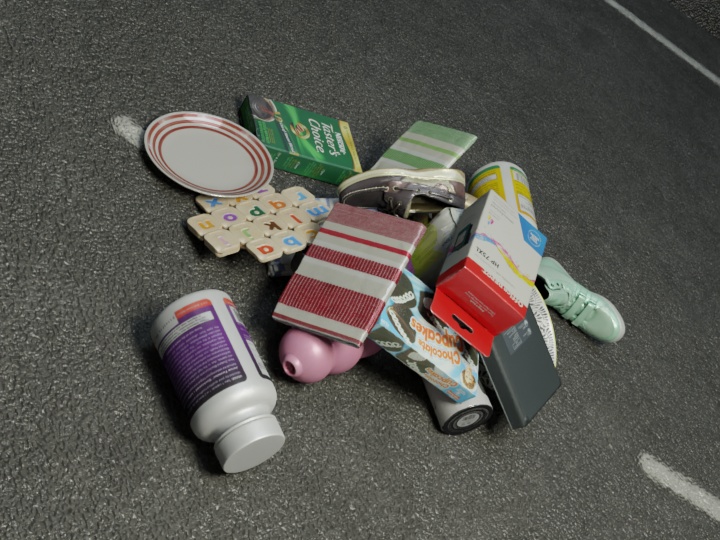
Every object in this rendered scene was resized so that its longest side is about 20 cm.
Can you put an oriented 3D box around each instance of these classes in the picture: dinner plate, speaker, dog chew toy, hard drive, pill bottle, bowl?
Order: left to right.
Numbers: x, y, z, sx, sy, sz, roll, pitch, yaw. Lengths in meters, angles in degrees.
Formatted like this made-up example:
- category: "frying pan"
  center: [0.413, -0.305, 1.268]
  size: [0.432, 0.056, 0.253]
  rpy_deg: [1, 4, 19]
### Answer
- category: "dinner plate"
  center: [-0.225, -0.168, 1.611]
  size: [0.197, 0.024, 0.202]
  rpy_deg: [15, 40, -13]
- category: "pill bottle"
  center: [-0.168, 0.134, 1.305]
  size: [0.110, 0.112, 0.202]
  rpy_deg: [-4, 55, -43]
- category: "dog chew toy"
  center: [-0.037, 0.082, 1.472]
  size: [0.125, 0.125, 0.199]
  rpy_deg: [45, 44, 7]
- category: "speaker"
  center: [0.121, 0.133, 1.587]
  size: [0.080, 0.081, 0.202]
  rpy_deg: [7, 48, -36]
- category: "bowl"
  center: [0.208, 0.106, 1.655]
  size: [0.199, 0.093, 0.205]
  rpy_deg: [23, 59, -45]
- category: "pill bottle"
  center: [0.250, -0.085, 1.892]
  size: [0.111, 0.113, 0.202]
  rpy_deg: [21, 40, -23]
- category: "hard drive"
  center: [0.220, 0.107, 1.568]
  size: [0.139, 0.033, 0.203]
  rpy_deg: [-33, 103, -51]

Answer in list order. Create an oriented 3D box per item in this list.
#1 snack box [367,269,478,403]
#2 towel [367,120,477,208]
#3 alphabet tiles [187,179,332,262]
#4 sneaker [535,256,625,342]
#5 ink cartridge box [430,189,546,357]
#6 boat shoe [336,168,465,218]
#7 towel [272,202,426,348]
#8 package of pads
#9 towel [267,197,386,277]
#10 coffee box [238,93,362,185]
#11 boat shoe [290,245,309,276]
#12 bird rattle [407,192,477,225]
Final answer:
- category: "snack box"
  center: [0.087, 0.082, 1.476]
  size: [0.199, 0.037, 0.118]
  rpy_deg: [37, 43, -31]
- category: "towel"
  center: [0.075, -0.157, 1.733]
  size: [0.152, 0.200, 0.024]
  rpy_deg: [24, -25, 49]
- category: "alphabet tiles"
  center: [-0.141, -0.072, 1.540]
  size: [0.198, 0.015, 0.195]
  rpy_deg: [-19, 39, -32]
- category: "sneaker"
  center: [0.357, 0.063, 1.866]
  size: [0.200, 0.074, 0.118]
  rpy_deg: [41, 29, 17]
- category: "ink cartridge box"
  center: [0.176, 0.003, 1.481]
  size: [0.116, 0.067, 0.202]
  rpy_deg: [38, 47, -16]
- category: "boat shoe"
  center: [0.064, -0.111, 1.623]
  size: [0.196, 0.072, 0.066]
  rpy_deg: [-4, 66, -9]
- category: "towel"
  center: [-0.015, 0.004, 1.435]
  size: [0.142, 0.023, 0.202]
  rpy_deg: [15, 59, 27]
- category: "package of pads"
  center: [0.136, -0.014, 1.646]
  size: [0.152, 0.200, 0.069]
  rpy_deg: [6, 55, -36]
- category: "towel"
  center: [-0.047, -0.050, 1.612]
  size: [0.196, 0.024, 0.149]
  rpy_deg: [-2, 50, -12]
- category: "coffee box"
  center: [-0.097, -0.212, 1.772]
  size: [0.197, 0.044, 0.124]
  rpy_deg: [14, 44, -31]
- category: "boat shoe"
  center: [-0.013, -0.039, 1.555]
  size: [0.198, 0.058, 0.067]
  rpy_deg: [-27, 58, -29]
- category: "bird rattle"
  center: [0.144, -0.065, 1.753]
  size: [0.197, 0.164, 0.114]
  rpy_deg: [25, 56, -4]
